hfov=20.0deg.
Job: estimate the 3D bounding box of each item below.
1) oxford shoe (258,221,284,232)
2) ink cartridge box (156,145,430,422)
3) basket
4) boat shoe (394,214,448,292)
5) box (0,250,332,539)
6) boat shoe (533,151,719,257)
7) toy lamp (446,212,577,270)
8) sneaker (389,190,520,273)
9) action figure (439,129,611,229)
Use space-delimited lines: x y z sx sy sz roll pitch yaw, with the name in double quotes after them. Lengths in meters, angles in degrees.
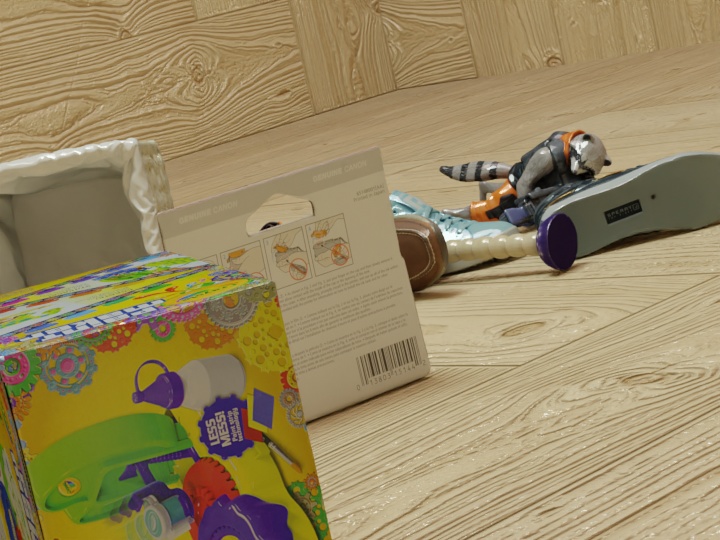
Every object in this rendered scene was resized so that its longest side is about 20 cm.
-0.061 -0.018 2.065 0.198 0.073 0.071 -17 9 -24 "oxford shoe"
-0.054 0.020 1.477 0.199 0.178 0.045 -18 10 -33 "ink cartridge box"
-0.275 -0.016 1.995 0.196 0.202 0.161 -12 3 6 "basket"
0.000 0.000 1.892 0.072 0.076 0.199 -26 6 -43 "boat shoe"
-0.098 0.108 0.909 0.121 0.202 0.192 -15 9 -17 "box"
0.257 -0.069 1.909 0.198 0.072 0.091 -16 13 0 "boat shoe"
0.104 -0.018 1.885 0.199 0.059 0.058 -3 13 40 "toy lamp"
0.057 -0.039 1.986 0.198 0.083 0.074 -9 11 21 "sneaker"
0.164 -0.089 2.073 0.192 0.106 0.199 -24 -5 33 "action figure"
